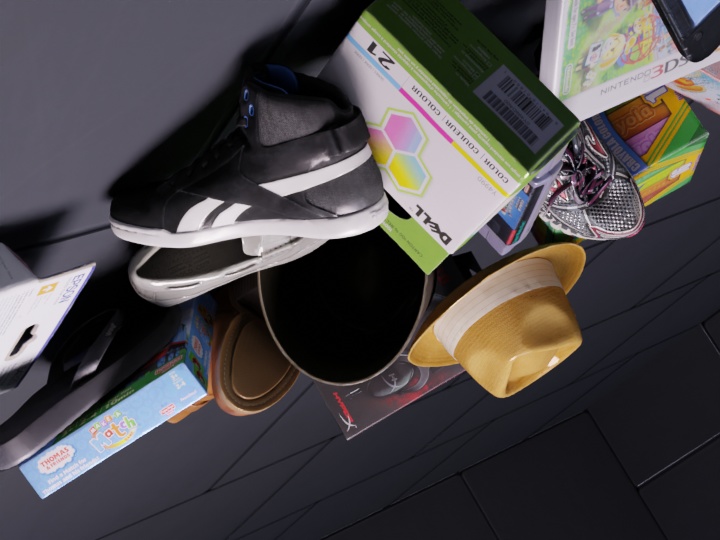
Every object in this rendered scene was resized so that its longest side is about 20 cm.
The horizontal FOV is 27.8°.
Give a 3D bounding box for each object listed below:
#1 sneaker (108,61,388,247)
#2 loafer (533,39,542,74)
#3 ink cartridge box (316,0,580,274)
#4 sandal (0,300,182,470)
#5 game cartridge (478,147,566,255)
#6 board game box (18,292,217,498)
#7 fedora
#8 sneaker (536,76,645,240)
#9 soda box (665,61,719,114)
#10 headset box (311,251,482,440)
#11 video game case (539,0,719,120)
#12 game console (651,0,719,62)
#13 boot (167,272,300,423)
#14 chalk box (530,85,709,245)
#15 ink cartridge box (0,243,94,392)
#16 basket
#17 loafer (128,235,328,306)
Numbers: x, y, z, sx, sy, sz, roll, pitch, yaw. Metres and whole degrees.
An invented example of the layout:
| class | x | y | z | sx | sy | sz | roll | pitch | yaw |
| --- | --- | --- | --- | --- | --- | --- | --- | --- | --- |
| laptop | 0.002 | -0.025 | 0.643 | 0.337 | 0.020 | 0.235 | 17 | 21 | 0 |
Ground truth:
| class | x | y | z | sx | sy | sz | roll | pitch | yaw |
| --- | --- | --- | --- | --- | --- | --- | --- | --- | --- |
| sneaker | -0.083 | -0.080 | 0.956 | 0.199 | 0.112 | 0.073 | -2 | -156 | 20 |
| loafer | 0.175 | -0.169 | 1.145 | 0.071 | 0.073 | 0.200 | -31 | 164 | 6 |
| ink cartridge box | 0.029 | -0.078 | 0.982 | 0.076 | 0.148 | 0.200 | -43 | 176 | -42 |
| sandal | -0.208 | 0.071 | 1.097 | 0.076 | 0.043 | 0.200 | -15 | -157 | 47 |
| game cartridge | 0.092 | -0.092 | 1.121 | 0.038 | 0.130 | 0.200 | -35 | 166 | -14 |
| board game box | -0.188 | 0.088 | 1.163 | 0.151 | 0.037 | 0.200 | -33 | -164 | 7 |
| fedora | 0.138 | 0.056 | 1.297 | 0.200 | 0.082 | 0.201 | -28 | 158 | -12 |
| sneaker | 0.160 | -0.086 | 1.160 | 0.081 | 0.200 | 0.075 | -53 | -151 | 0 |
| soda box | 0.336 | -0.166 | 1.242 | 0.199 | 0.069 | 0.063 | 20 | 172 | -35 |
| headset box | 0.036 | 0.053 | 1.437 | 0.199 | 0.149 | 0.077 | -30 | 177 | 0 |
| video game case | 0.206 | -0.208 | 1.021 | 0.182 | 0.022 | 0.201 | -25 | 138 | -23 |
| game console | 0.283 | -0.222 | 0.962 | 0.172 | 0.119 | 0.200 | -45 | 142 | 2 |
| boot | -0.127 | 0.084 | 1.250 | 0.155 | 0.077 | 0.200 | -39 | -153 | 28 |
| chalk box | 0.186 | -0.100 | 1.293 | 0.199 | 0.124 | 0.125 | -30 | 165 | -3 |
| ink cartridge box | -0.301 | 0.056 | 0.984 | 0.200 | 0.043 | 0.196 | -23 | 164 | -40 |
| basket | 0.000 | 0.000 | 1.228 | 0.135 | 0.181 | 0.200 | -1 | 179 | 9 |
| loafer | -0.082 | -0.032 | 1.098 | 0.199 | 0.070 | 0.070 | -30 | 174 | -2 |
